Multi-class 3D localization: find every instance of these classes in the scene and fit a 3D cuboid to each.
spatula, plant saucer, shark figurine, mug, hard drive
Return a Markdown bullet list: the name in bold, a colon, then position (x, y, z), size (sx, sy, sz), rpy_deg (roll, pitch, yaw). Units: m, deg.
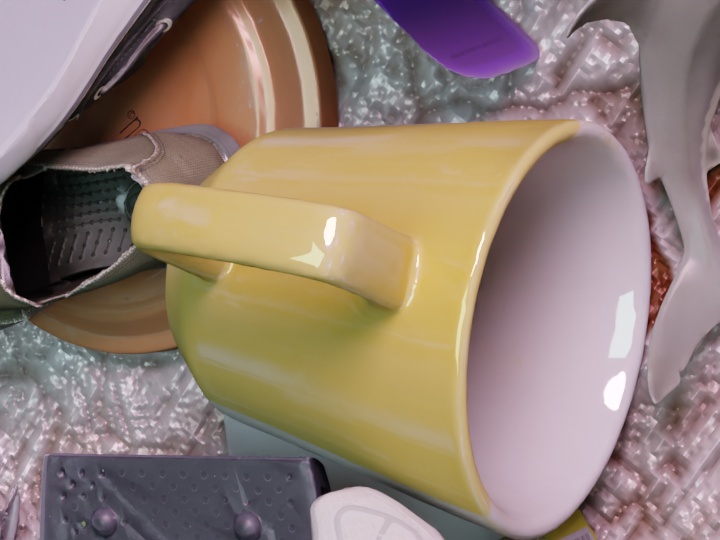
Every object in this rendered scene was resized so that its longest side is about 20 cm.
- **spatula**: position (-0.016, -0.131, 0.836), size (0.199, 0.056, 0.021), rpy_deg (33, 127, 27)
- **plant saucer**: position (-0.104, -0.064, 0.890), size (0.199, 0.032, 0.202), rpy_deg (3, 97, 26)
- **shark figurine**: position (0.111, -0.072, 0.740), size (0.128, 0.089, 0.216), rpy_deg (46, 140, 40)
- **mug**: position (0.005, -0.002, 0.770), size (0.152, 0.150, 0.187), rpy_deg (11, 142, 32)
- **hard drive**: position (-0.060, 0.170, 0.811), size (0.134, 0.042, 0.202), rpy_deg (-2, 93, 26)

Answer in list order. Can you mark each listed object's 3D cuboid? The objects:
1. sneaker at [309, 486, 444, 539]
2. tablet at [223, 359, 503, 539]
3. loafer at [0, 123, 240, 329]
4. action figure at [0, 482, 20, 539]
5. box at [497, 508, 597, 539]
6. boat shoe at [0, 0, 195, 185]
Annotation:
- **sneaker**: position (-0.031, 0.165, 0.730), size (0.081, 0.075, 0.201), rpy_deg (39, 97, 21)
- **tablet**: position (0.009, 0.141, 0.862), size (0.129, 0.014, 0.202), rpy_deg (-6, 92, 26)
- **loafer**: position (-0.141, -0.018, 0.856), size (0.199, 0.070, 0.076), rpy_deg (-17, 87, 26)
- **action figure**: position (-0.234, 0.116, 0.951), size (0.199, 0.069, 0.131), rpy_deg (34, 99, 16)
- **box**: position (0.014, 0.171, 0.827), size (0.199, 0.050, 0.076), rpy_deg (-34, 79, 25)
- **boat shoe**: position (-0.107, -0.097, 0.819), size (0.200, 0.057, 0.069), rpy_deg (-48, 57, 9)
